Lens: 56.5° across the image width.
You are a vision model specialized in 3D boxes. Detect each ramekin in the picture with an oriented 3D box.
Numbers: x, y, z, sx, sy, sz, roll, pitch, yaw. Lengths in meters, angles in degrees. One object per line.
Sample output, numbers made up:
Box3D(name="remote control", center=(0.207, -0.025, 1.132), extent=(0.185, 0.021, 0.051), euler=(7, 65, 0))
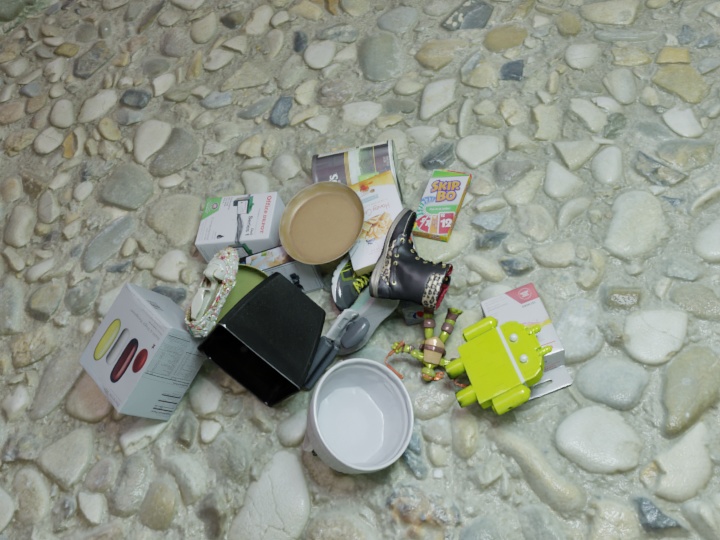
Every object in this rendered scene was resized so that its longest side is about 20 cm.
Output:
Box3D(name="ramekin", center=(-0.009, 0.277, 1.239), extent=(0.195, 0.105, 0.205), euler=(10, 60, -17))

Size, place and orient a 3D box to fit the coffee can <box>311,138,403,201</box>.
Box3D(name="coffee can", center=(-0.005, -0.220, 1.596), extent=(0.194, 0.148, 0.149), euler=(-10, 53, 10))

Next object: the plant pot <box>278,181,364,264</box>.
Box3D(name="plant pot", center=(-0.082, -0.100, 1.455), extent=(0.194, 0.028, 0.205), euler=(-7, 63, 13))

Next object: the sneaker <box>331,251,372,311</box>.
Box3D(name="sneaker", center=(0.000, 0.000, 1.482), extent=(0.083, 0.075, 0.204), euler=(5, 57, 30))

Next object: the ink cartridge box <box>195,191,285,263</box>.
Box3D(name="ink cartridge box", center=(-0.288, -0.106, 1.643), extent=(0.194, 0.085, 0.149), euler=(-5, 55, 14))

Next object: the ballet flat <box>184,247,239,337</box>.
Box3D(name="ballet flat", center=(-0.304, 0.037, 1.371), extent=(0.074, 0.064, 0.205), euler=(9, 71, 21))

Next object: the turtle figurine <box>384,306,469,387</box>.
Box3D(name="turtle figurine", center=(0.156, 0.153, 1.335), extent=(0.195, 0.064, 0.166), euler=(14, 81, 11))

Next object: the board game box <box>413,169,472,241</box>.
Box3D(name="board game box", center=(0.191, -0.162, 1.573), extent=(0.093, 0.030, 0.203), euler=(11, 58, 23))

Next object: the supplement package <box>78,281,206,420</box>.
Box3D(name="supplement package", center=(-0.455, 0.172, 1.426), extent=(0.190, 0.146, 0.203), euler=(33, 91, 34))

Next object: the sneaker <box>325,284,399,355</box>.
Box3D(name="sneaker", center=(0.005, 0.096, 1.439), extent=(0.199, 0.074, 0.119), euler=(-41, 12, 13))

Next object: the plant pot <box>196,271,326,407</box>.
Box3D(name="plant pot", center=(-0.182, 0.126, 1.345), extent=(0.198, 0.200, 0.179), euler=(39, 59, -9))

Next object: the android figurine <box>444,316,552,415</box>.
Box3D(name="android figurine", center=(0.255, 0.170, 1.237), extent=(0.197, 0.041, 0.185), euler=(-28, 52, 13))

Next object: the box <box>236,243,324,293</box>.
Box3D(name="box", center=(-0.191, 0.010, 1.516), extent=(0.195, 0.118, 0.061), euler=(-17, 49, 6))

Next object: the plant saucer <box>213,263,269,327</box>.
Box3D(name="plant saucer", center=(-0.259, 0.080, 1.464), extent=(0.195, 0.205, 0.031), euler=(-15, 17, 6))

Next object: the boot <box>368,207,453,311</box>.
Box3D(name="boot", center=(0.114, -0.020, 1.340), extent=(0.147, 0.074, 0.203), euler=(16, 66, 22))

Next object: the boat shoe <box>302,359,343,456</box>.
Box3D(name="boat shoe", center=(-0.055, 0.274, 1.326), extent=(0.059, 0.074, 0.203), euler=(30, 48, -14))

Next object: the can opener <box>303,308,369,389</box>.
Box3D(name="can opener", center=(-0.063, 0.163, 1.361), extent=(0.201, 0.052, 0.067), euler=(-50, 43, 12))

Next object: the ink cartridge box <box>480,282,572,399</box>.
Box3D(name="ink cartridge box", center=(0.321, 0.138, 1.299), extent=(0.114, 0.068, 0.203), euler=(-21, 54, 4))

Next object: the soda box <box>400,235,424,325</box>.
Box3D(name="soda box", center=(0.106, 0.012, 1.451), extent=(0.062, 0.069, 0.204), euler=(-15, 53, 5))

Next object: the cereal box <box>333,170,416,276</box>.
Box3D(name="cereal box", center=(0.031, -0.104, 1.465), extent=(0.140, 0.040, 0.204), euler=(-20, 64, 7))
